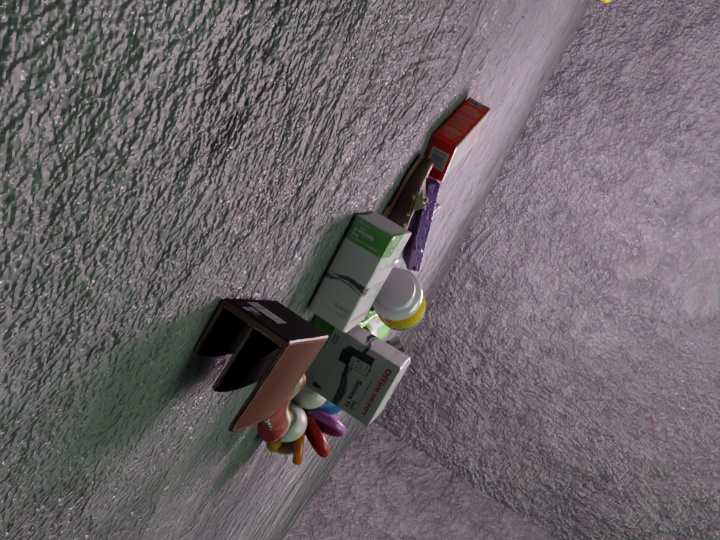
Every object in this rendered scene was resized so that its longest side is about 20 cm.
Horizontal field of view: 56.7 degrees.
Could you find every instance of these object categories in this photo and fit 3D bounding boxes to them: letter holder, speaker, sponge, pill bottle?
[{"bbox_3d":[-0.142,0.123,0.896,0.142,0.100,0.200,-58,169,3],"label":"letter holder"},{"bbox_3d":[0.018,0.158,1.734,0.089,0.088,0.200,-61,169,10],"label":"speaker"},{"bbox_3d":[0.132,-0.108,1.476,0.112,0.030,0.200,-102,-158,-69],"label":"sponge"},{"bbox_3d":[0.081,0.060,1.433,0.113,0.112,0.200,-58,166,-8],"label":"pill bottle"}]

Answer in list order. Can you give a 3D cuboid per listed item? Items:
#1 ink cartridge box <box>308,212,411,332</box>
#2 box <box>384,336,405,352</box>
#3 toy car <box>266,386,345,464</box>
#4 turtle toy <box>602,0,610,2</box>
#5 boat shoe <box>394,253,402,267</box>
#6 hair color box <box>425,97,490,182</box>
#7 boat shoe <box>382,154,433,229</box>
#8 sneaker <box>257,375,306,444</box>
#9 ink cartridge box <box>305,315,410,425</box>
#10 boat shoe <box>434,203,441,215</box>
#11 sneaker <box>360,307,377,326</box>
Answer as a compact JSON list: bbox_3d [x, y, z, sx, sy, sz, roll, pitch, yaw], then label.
[{"bbox_3d":[0.000,0.000,1.236,0.200,0.084,0.146,-62,169,13],"label":"ink cartridge box"},{"bbox_3d":[-0.001,0.228,1.622,0.161,0.049,0.200,-24,172,-26],"label":"box"},{"bbox_3d":[-0.107,0.327,1.447,0.200,0.150,0.175,-54,167,-27],"label":"toy car"},{"bbox_3d":[0.654,-0.845,1.846,0.101,0.146,0.200,-23,148,-35],"label":"turtle toy"},{"bbox_3d":[0.061,-0.057,1.444,0.200,0.072,0.062,-57,161,-72],"label":"boat shoe"},{"bbox_3d":[0.211,-0.291,1.474,0.200,0.061,0.102,-48,164,-42],"label":"hair color box"},{"bbox_3d":[0.103,-0.138,1.375,0.200,0.070,0.070,-61,168,0],"label":"boat shoe"},{"bbox_3d":[-0.170,0.251,1.234,0.087,0.074,0.200,-24,142,-48],"label":"sneaker"},{"bbox_3d":[-0.023,0.190,1.327,0.147,0.200,0.083,-63,168,16],"label":"ink cartridge box"},{"bbox_3d":[0.125,-0.087,1.610,0.200,0.067,0.074,-63,168,18],"label":"boat shoe"},{"bbox_3d":[0.029,0.069,1.574,0.084,0.074,0.200,-61,169,30],"label":"sneaker"}]
